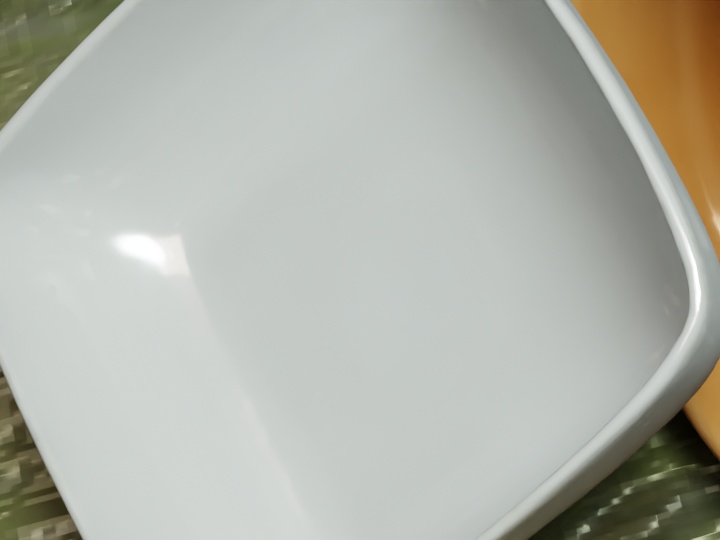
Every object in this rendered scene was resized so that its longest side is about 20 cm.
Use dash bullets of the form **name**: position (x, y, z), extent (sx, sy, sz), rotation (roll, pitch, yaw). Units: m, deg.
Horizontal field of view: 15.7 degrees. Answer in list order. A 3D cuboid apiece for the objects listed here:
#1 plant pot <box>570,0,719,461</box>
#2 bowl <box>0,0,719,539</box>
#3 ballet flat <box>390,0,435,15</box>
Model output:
- **plant pot**: position (0.162, -0.040, 0.687), extent (0.140, 0.200, 0.200), rotation (-18, 64, -19)
- **bowl**: position (0.000, 0.000, 0.735), extent (0.200, 0.075, 0.200), rotation (-40, 64, 21)
- **ballet flat**: position (0.045, -0.084, 0.804), extent (0.199, 0.067, 0.057), rotation (2, 29, 11)
